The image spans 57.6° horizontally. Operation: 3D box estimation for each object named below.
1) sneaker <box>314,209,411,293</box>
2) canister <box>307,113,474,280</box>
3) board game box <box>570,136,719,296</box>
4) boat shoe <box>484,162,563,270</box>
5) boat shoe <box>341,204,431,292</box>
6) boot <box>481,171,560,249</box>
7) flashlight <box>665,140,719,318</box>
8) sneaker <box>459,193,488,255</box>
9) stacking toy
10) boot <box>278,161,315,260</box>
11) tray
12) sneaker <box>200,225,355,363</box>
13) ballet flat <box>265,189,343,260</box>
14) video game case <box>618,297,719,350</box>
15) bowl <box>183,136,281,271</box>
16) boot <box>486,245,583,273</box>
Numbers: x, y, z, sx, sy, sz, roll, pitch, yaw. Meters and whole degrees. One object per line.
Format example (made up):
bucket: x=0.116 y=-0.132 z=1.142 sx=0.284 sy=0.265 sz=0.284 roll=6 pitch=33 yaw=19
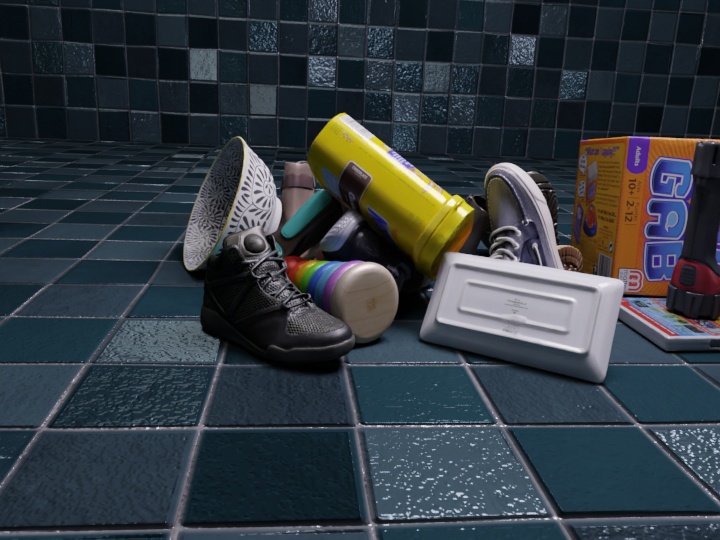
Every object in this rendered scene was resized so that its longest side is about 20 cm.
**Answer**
sneaker: x=0.000 y=0.000 z=0.846 sx=0.113 sy=0.076 sz=0.200 roll=41 pitch=-14 yaw=3
canister: x=0.036 y=-0.090 z=0.808 sx=0.199 sy=0.087 sz=0.149 roll=40 pitch=-4 yaw=13
board game box: x=0.430 y=-0.082 z=0.934 sx=0.195 sy=0.205 sz=0.200 roll=2 pitch=10 yaw=1
boat shoe: x=0.174 y=-0.022 z=0.748 sx=0.092 sy=0.204 sz=0.074 roll=-17 pitch=-7 yaw=-38
boat shoe: x=0.032 y=-0.056 z=0.922 sx=0.201 sy=0.075 sz=0.068 roll=54 pitch=32 yaw=12
boot: x=0.236 y=-0.083 z=1.019 sx=0.071 sy=0.185 sz=0.201 roll=-16 pitch=24 yaw=-4
flashlight: x=0.413 y=-0.048 z=0.778 sx=0.066 sy=0.205 sz=0.068 roll=5 pitch=14 yaw=4
sneaker: x=0.163 y=-0.079 z=1.046 sx=0.074 sy=0.108 sz=0.201 roll=24 pitch=19 yaw=-15
stacking toy: x=-0.042 y=0.020 z=0.768 sx=0.084 sy=0.088 sz=0.199 roll=-7 pitch=13 yaw=-32
boot: x=-0.104 y=-0.091 z=1.006 sx=0.068 sy=0.150 sz=0.200 roll=4 pitch=16 yaw=-3
tray: x=0.162 y=0.040 z=0.681 sx=0.196 sy=0.109 sz=0.022 roll=11 pitch=-17 yaw=27
sneaker: x=-0.091 y=0.023 z=0.672 sx=0.197 sy=0.117 sz=0.076 roll=17 pitch=23 yaw=36
ballet flat: x=-0.100 y=-0.026 z=0.888 sx=0.199 sy=0.074 sz=0.073 roll=-39 pitch=25 yaw=-8
video game case: x=0.422 y=0.062 z=0.797 sx=0.195 sy=0.018 sz=0.143 roll=1 pitch=16 yaw=-8
bowl: x=-0.175 y=-0.081 z=0.954 sx=0.093 sy=0.204 sz=0.200 roll=21 pitch=5 yaw=-28
boot: x=0.212 y=0.003 z=0.878 sx=0.197 sy=0.077 sz=0.106 roll=-9 pitch=14 yaw=-34
